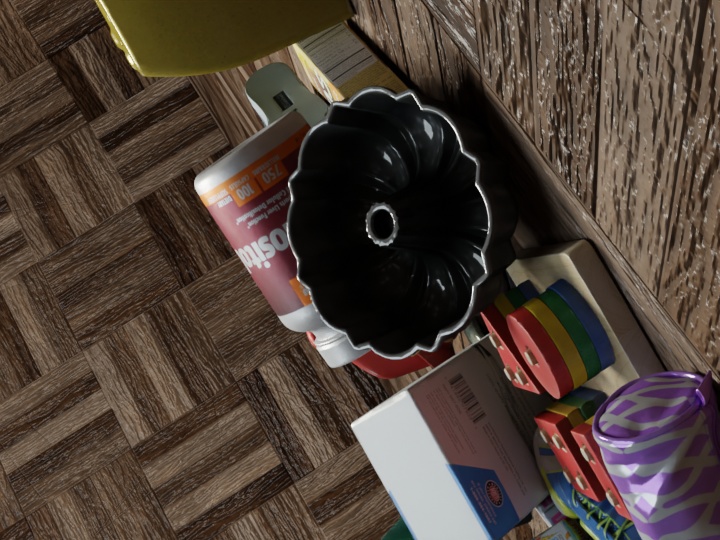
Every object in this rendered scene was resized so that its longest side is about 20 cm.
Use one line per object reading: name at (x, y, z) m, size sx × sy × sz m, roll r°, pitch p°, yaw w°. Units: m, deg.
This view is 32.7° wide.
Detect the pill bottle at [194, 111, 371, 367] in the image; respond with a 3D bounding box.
pill bottle at (-0.046, -0.024, 1.054) m, size 0.201 × 0.112 × 0.113 m, roll 56°, pitch 175°, yaw -9°

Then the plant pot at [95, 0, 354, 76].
plant pot at (-0.155, -0.286, 1.130) m, size 0.197 × 0.198 × 0.194 m, roll 61°, pitch 174°, yaw -30°

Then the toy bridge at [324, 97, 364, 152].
toy bridge at (0.007, -0.081, 1.076) m, size 0.068 × 0.027 × 0.200 m, roll 54°, pitch 175°, yaw 18°

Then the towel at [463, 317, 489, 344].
towel at (0.183, 0.147, 1.299) m, size 0.201 × 0.034 × 0.193 m, roll 52°, pitch 174°, yaw 37°

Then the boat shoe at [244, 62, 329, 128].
boat shoe at (-0.050, -0.124, 1.192) m, size 0.091 × 0.070 × 0.201 m, roll 57°, pitch -177°, yaw -38°

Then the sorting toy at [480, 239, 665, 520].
sorting toy at (0.164, 0.085, 0.917) m, size 0.201 × 0.069 × 0.200 m, roll 60°, pitch 175°, yaw -2°

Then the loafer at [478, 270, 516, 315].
loafer at (0.100, 0.016, 1.140) m, size 0.072 × 0.062 × 0.200 m, roll 57°, pitch 174°, yaw 10°

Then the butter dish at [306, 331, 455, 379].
butter dish at (0.002, 0.041, 1.389) m, size 0.200 × 0.147 × 0.201 m, roll 41°, pitch -154°, yaw -37°

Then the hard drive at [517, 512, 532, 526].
hard drive at (0.145, 0.186, 1.299) m, size 0.201 × 0.037 × 0.142 m, roll 72°, pitch -179°, yaw -66°

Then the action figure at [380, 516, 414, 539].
action figure at (0.083, 0.231, 1.129) m, size 0.118 × 0.201 × 0.054 m, roll 44°, pitch 140°, yaw -12°

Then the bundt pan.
bundt pan at (0.040, -0.038, 0.937) m, size 0.075 × 0.202 × 0.203 m, roll -9°, pitch -121°, yaw -48°

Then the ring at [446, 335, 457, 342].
ring at (0.043, -0.009, 1.318) m, size 0.201 × 0.019 × 0.202 m, roll 47°, pitch -159°, yaw -25°

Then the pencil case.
pencil case at (0.220, 0.160, 0.776) m, size 0.085 × 0.084 × 0.202 m, roll -13°, pitch 114°, yaw 47°

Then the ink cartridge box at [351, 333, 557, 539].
ink cartridge box at (0.106, 0.149, 1.098) m, size 0.084 × 0.199 × 0.146 m, roll -34°, pitch 85°, yaw 39°

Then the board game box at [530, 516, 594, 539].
board game box at (0.200, 0.290, 1.139) m, size 0.106 × 0.103 × 0.199 m, roll 56°, pitch -162°, yaw 16°

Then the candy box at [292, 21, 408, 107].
candy box at (0.015, -0.139, 1.124) m, size 0.200 × 0.055 × 0.116 m, roll 52°, pitch 172°, yaw 45°

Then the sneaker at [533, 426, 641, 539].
sneaker at (0.223, 0.203, 1.020) m, size 0.201 × 0.075 × 0.105 m, roll 52°, pitch 171°, yaw 3°

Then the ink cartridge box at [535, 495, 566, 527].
ink cartridge box at (0.258, 0.320, 1.348) m, size 0.201 × 0.042 × 0.119 m, roll 55°, pitch 179°, yaw -5°
